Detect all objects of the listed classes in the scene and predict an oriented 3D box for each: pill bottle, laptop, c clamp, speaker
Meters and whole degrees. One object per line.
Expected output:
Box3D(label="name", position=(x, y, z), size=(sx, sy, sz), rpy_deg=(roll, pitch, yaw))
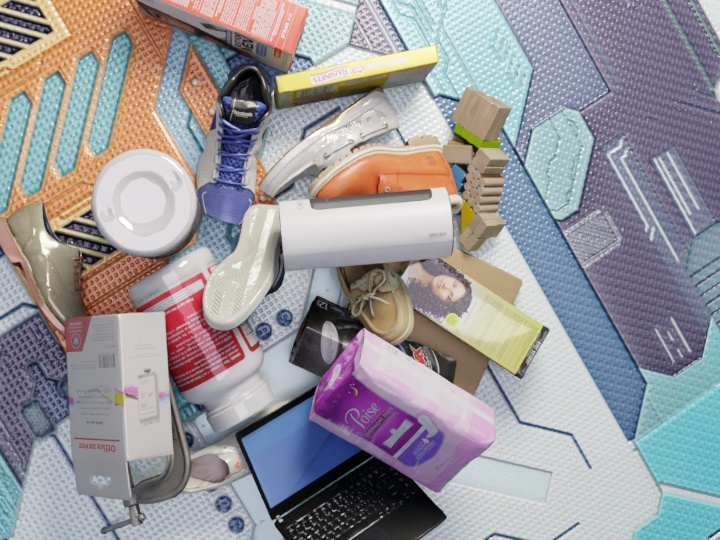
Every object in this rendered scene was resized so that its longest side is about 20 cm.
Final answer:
Box3D(label="pill bottle", position=(-0.240, -0.071, 1.133), size=(0.111, 0.200, 0.116), rpy_deg=(0, 89, -7))
Box3D(label="laptop", position=(-0.022, 0.248, 1.182), size=(0.176, 0.200, 0.104), rpy_deg=(-28, 139, -25))
Box3D(label="c clamp", position=(-0.275, 0.207, 1.187), size=(0.169, 0.027, 0.204), rpy_deg=(-17, 80, 32))
Box3D(label="pill bottle", position=(-0.186, 0.085, 1.185), size=(0.111, 0.112, 0.202), rpy_deg=(-28, 93, -6))
Box3D(label="speaker", position=(0.004, -0.046, 1.129), size=(0.196, 0.081, 0.083), rpy_deg=(-5, 91, -3))

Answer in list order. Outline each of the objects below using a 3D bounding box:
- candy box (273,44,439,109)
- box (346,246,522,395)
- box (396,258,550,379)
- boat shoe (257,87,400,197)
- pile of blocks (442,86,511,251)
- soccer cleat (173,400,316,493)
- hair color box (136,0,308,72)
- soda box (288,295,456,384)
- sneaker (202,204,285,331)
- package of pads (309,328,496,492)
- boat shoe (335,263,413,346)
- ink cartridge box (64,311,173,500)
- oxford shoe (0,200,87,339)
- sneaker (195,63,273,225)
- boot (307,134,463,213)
Box3D(label="candy box", position=(-0.008, -0.235, 1.210), size=(0.196, 0.102, 0.027), rpy_deg=(-12, 92, -7))
Box3D(label="box", position=(0.089, 0.046, 1.263), size=(0.197, 0.021, 0.166), rpy_deg=(25, 88, -7))
Box3D(label="box", position=(0.134, 0.051, 1.233), size=(0.198, 0.050, 0.076), rpy_deg=(31, 88, -7))
Box3D(label="boat shoe", position=(-0.035, -0.144, 1.223), size=(0.199, 0.071, 0.070), rpy_deg=(-37, 95, -7))
Box3D(label="pile of blocks", position=(0.152, -0.128, 1.260), size=(0.062, 0.081, 0.204), rpy_deg=(-6, 103, -49))
Box3D(label="soccer cleat", position=(-0.141, 0.222, 1.209), size=(0.197, 0.078, 0.070), rpy_deg=(-25, 93, -6))
Box3D(label="hair color box", position=(-0.166, -0.311, 1.186), size=(0.197, 0.111, 0.065), rpy_deg=(22, 88, -6))
Box3D(label="soda box", position=(0.016, 0.112, 1.216), size=(0.197, 0.064, 0.071), rpy_deg=(25, 128, -7))
Box3D(label="sneaker", position=(-0.126, 0.013, 1.165), size=(0.074, 0.201, 0.085), rpy_deg=(9, 134, 14))
Box3D(label="package of pads", position=(0.051, 0.168, 1.162), size=(0.198, 0.076, 0.121), rpy_deg=(32, 123, -12))
Box3D(label="boat shoe", position=(0.000, 0.000, 1.190), size=(0.073, 0.063, 0.202), rpy_deg=(-35, 62, 13))
Box3D(label="ink cartridge box", position=(-0.275, 0.152, 1.127), size=(0.067, 0.115, 0.204), rpy_deg=(-1, 87, -47))
Box3D(label="oxford shoe", position=(-0.360, 0.010, 1.185), size=(0.073, 0.071, 0.202), rpy_deg=(-33, 94, -8))
Box3D(label="sneaker", position=(-0.153, -0.160, 1.186), size=(0.079, 0.115, 0.203), rpy_deg=(12, 89, -6))
Box3D(label="boot", position=(0.035, -0.094, 1.190), size=(0.197, 0.075, 0.109), rpy_deg=(-15, 71, -29))
